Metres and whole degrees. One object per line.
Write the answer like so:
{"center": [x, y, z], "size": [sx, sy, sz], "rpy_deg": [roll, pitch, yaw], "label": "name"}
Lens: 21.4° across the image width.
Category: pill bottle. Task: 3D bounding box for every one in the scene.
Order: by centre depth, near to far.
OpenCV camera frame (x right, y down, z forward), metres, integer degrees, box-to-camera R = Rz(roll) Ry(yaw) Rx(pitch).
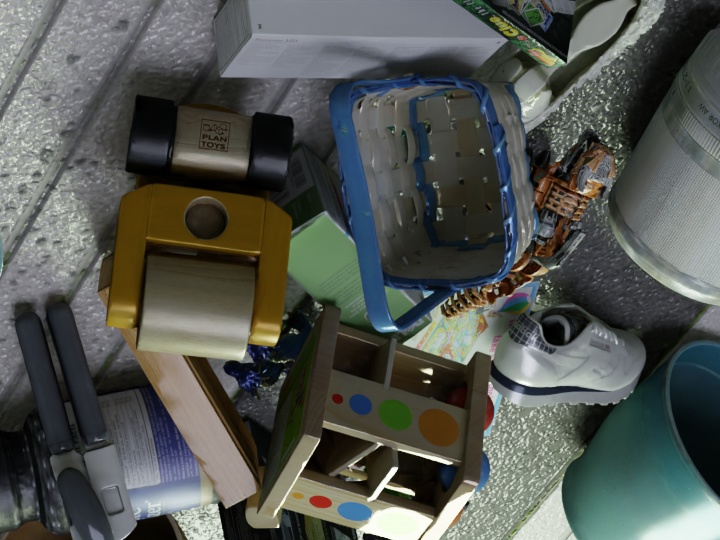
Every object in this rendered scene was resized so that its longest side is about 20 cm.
{"center": [-0.219, 0.160, 1.602], "size": [0.199, 0.112, 0.112], "rpy_deg": [-10, 136, -13], "label": "pill bottle"}

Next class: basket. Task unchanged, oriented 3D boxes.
{"center": [0.046, -0.058, 1.390], "size": [0.139, 0.177, 0.200], "rpy_deg": [-5, -173, 26], "label": "basket"}

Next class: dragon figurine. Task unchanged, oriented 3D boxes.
{"center": [-0.033, 0.097, 1.608], "size": [0.200, 0.100, 0.059], "rpy_deg": [35, 117, -23], "label": "dragon figurine"}

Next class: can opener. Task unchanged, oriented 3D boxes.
{"center": [-0.226, 0.126, 1.511], "size": [0.053, 0.201, 0.067], "rpy_deg": [-16, -179, -12], "label": "can opener"}

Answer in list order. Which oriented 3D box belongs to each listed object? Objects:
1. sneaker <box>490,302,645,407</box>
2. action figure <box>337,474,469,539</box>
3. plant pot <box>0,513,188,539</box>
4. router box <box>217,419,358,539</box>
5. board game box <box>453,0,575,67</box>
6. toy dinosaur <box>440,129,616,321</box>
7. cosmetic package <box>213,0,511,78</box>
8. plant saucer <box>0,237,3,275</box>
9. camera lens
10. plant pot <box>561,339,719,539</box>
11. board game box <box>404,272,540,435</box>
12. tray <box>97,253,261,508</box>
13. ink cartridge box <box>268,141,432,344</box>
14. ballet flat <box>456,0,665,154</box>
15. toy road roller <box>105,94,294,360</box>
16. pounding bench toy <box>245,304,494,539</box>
{"center": [0.197, 0.070, 1.699], "size": [0.200, 0.076, 0.081], "rpy_deg": [-6, 123, -47], "label": "sneaker"}
{"center": [0.041, 0.210, 1.732], "size": [0.119, 0.200, 0.102], "rpy_deg": [-23, 116, 27], "label": "action figure"}
{"center": [-0.213, 0.304, 1.722], "size": [0.186, 0.187, 0.200], "rpy_deg": [-26, 153, 4], "label": "plant pot"}
{"center": [-0.057, 0.253, 1.698], "size": [0.052, 0.200, 0.157], "rpy_deg": [-31, 137, 19], "label": "router box"}
{"center": [0.086, -0.233, 1.349], "size": [0.023, 0.105, 0.200], "rpy_deg": [-8, 153, 44], "label": "board game box"}
{"center": [0.123, -0.040, 1.529], "size": [0.200, 0.136, 0.102], "rpy_deg": [-36, 137, 14], "label": "toy dinosaur"}
{"center": [0.001, -0.176, 1.382], "size": [0.199, 0.051, 0.083], "rpy_deg": [-2, 166, -22], "label": "cosmetic package"}
{"center": [-0.369, -0.012, 1.419], "size": [0.200, 0.039, 0.201], "rpy_deg": [-13, 137, -12], "label": "plant saucer"}
{"center": [0.306, -0.083, 1.545], "size": [0.159, 0.160, 0.200], "rpy_deg": [5, 131, -27], "label": "camera lens"}
{"center": [0.301, 0.198, 1.818], "size": [0.200, 0.201, 0.188], "rpy_deg": [16, 141, -34], "label": "plant pot"}
{"center": [0.071, 0.076, 1.698], "size": [0.134, 0.034, 0.200], "rpy_deg": [-4, 134, -20], "label": "board game box"}
{"center": [-0.141, 0.080, 1.497], "size": [0.037, 0.099, 0.200], "rpy_deg": [-27, 106, 2], "label": "tray"}
{"center": [0.000, 0.000, 1.515], "size": [0.059, 0.104, 0.200], "rpy_deg": [-36, 125, 13], "label": "ink cartridge box"}
{"center": [0.148, -0.165, 1.460], "size": [0.200, 0.072, 0.072], "rpy_deg": [-41, 135, 13], "label": "ballet flat"}
{"center": [-0.119, -0.026, 1.405], "size": [0.122, 0.201, 0.146], "rpy_deg": [7, 163, -8], "label": "toy road roller"}
{"center": [0.007, 0.151, 1.503], "size": [0.155, 0.125, 0.200], "rpy_deg": [18, 140, -10], "label": "pounding bench toy"}
